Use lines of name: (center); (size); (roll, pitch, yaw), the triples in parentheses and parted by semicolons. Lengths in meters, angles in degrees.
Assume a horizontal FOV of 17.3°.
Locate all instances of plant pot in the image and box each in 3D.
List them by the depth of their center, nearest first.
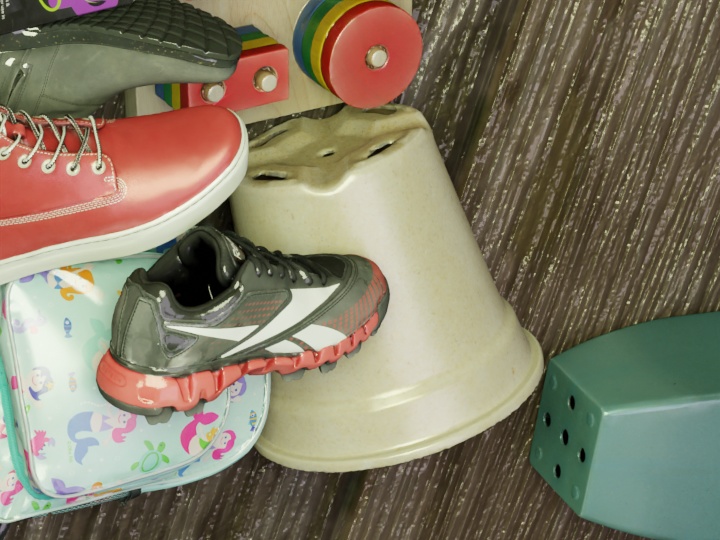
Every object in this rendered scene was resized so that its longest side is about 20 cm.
plant pot: (0.000, 0.000, 1.512); (0.200, 0.200, 0.184); (-25, 115, -20)
plant pot: (0.238, 0.118, 1.750); (0.200, 0.141, 0.142); (0, 114, -25)

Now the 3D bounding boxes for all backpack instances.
backpack: (-0.152, 0.055, 1.434); (0.200, 0.151, 0.178); (-9, 94, -30)

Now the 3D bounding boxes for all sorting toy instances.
sorting toy: (-0.044, -0.180, 1.451); (0.199, 0.070, 0.200); (-15, 121, -26)

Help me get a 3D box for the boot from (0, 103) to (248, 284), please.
boot: (-0.167, -0.070, 1.297); (0.200, 0.072, 0.144); (-19, 143, 1)

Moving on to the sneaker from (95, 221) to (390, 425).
sneaker: (-0.061, 0.015, 1.351); (0.200, 0.071, 0.098); (-17, 124, -36)

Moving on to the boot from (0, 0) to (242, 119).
boot: (-0.170, -0.095, 1.386); (0.200, 0.068, 0.131); (5, 117, 1)

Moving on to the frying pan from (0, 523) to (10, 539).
frying pan: (-0.202, 0.129, 1.531); (0.115, 0.031, 0.190); (6, 108, -34)

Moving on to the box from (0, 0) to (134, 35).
box: (-0.213, -0.196, 1.275); (0.200, 0.036, 0.143); (-19, 115, -39)
